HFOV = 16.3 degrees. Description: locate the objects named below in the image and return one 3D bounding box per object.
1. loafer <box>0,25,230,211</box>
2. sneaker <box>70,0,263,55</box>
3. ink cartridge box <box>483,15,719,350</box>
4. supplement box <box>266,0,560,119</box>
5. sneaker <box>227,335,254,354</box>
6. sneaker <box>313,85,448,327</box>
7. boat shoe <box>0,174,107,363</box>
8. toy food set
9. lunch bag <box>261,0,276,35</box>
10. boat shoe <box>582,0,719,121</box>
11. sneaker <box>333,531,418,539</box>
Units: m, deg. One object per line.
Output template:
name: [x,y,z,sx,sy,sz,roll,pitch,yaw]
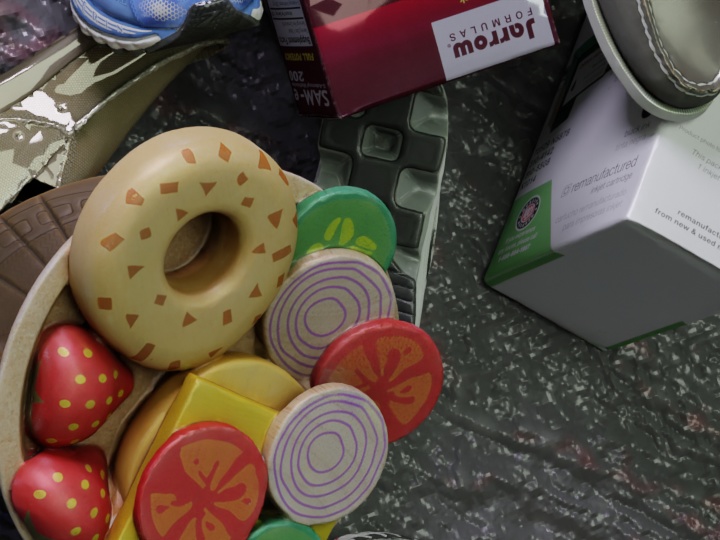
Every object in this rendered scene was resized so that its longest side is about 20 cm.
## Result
loafer: [-0.136,-0.061,1.106,0.200,0.076,0.068,-32,95,-18]
sneaker: [-0.099,-0.166,1.078,0.078,0.089,0.200,-16,43,-16]
ink cartridge box: [0.155,-0.076,1.212,0.084,0.146,0.200,28,67,-17]
supplement box: [0.002,-0.175,1.063,0.109,0.061,0.201,-20,101,-15]
sneaker: [-0.081,0.064,1.086,0.070,0.093,0.200,-6,81,-38]
sneaker: [0.000,0.000,1.161,0.074,0.089,0.201,19,95,4]
boat shoe: [-0.153,0.039,1.052,0.200,0.072,0.065,-41,143,-8]
toy food set: [-0.057,0.049,1.029,0.198,0.049,0.200,26,89,-37]
lunch bag: [0.036,-0.205,1.162,0.200,0.118,0.164,-25,101,-18]
boat shoe: [0.136,-0.169,1.113,0.072,0.060,0.202,-1,79,-27]
sneaker: [0.057,0.157,1.149,0.199,0.082,0.078,6,76,-25]
